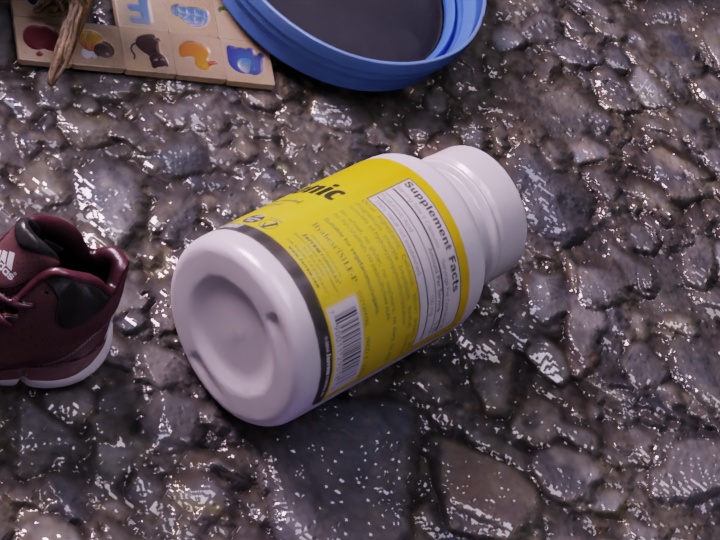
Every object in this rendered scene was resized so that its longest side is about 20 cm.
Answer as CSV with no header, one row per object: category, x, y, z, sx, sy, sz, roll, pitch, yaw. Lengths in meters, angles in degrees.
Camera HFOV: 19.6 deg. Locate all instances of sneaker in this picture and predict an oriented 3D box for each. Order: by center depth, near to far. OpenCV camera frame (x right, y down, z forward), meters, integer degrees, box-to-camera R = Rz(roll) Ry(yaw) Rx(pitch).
sneaker,-0.207,0.013,1.056,0.198,0.116,0.076,-11,62,-33

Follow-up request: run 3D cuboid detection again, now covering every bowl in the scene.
bowl,-0.013,-0.202,1.354,0.199,0.039,0.202,16,51,-21

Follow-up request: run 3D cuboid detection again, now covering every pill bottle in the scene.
pill bottle,0.000,0.000,1.175,0.199,0.112,0.112,-26,71,-38

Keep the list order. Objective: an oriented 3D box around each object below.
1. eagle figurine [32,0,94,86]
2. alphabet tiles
eagle figurine,-0.216,-0.226,1.177,0.199,0.150,0.153,28,54,-29
alphabet tiles,-0.128,-0.188,1.314,0.198,0.008,0.168,4,55,-25
